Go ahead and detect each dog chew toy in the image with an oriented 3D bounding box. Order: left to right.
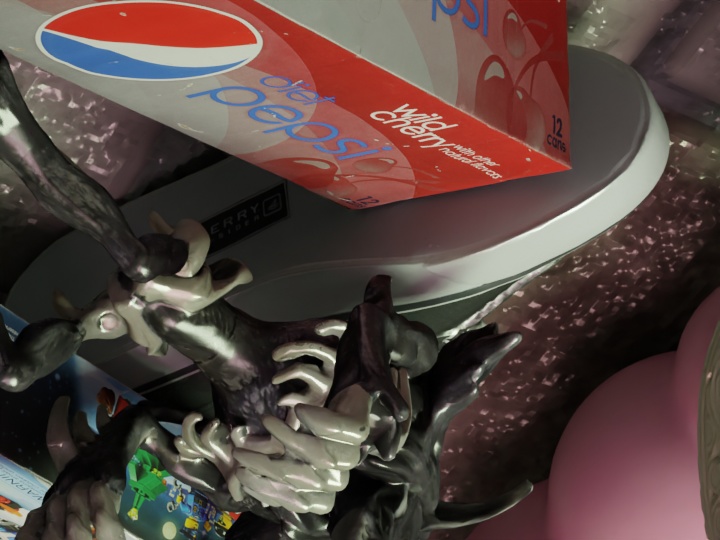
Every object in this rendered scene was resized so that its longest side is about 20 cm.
[{"bbox_3d":[0.102,0.082,0.829,0.124,0.125,0.200,17,122,-21],"label":"dog chew toy"}]

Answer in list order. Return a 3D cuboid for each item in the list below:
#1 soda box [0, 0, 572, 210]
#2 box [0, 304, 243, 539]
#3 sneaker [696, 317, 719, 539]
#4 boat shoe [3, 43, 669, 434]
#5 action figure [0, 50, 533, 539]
[{"bbox_3d":[-0.027,-0.072,0.647,0.070,0.064,0.200,-10,162,31],"label":"soda box"},{"bbox_3d":[-0.112,0.055,0.788,0.200,0.038,0.136,36,150,-32],"label":"box"},{"bbox_3d":[0.157,-0.002,0.732,0.111,0.077,0.201,8,88,-18],"label":"sneaker"},{"bbox_3d":[0.000,0.002,0.771,0.199,0.074,0.068,-25,137,19],"label":"boat shoe"},{"bbox_3d":[-0.042,0.033,0.687,0.200,0.102,0.119,37,126,-22],"label":"action figure"}]
